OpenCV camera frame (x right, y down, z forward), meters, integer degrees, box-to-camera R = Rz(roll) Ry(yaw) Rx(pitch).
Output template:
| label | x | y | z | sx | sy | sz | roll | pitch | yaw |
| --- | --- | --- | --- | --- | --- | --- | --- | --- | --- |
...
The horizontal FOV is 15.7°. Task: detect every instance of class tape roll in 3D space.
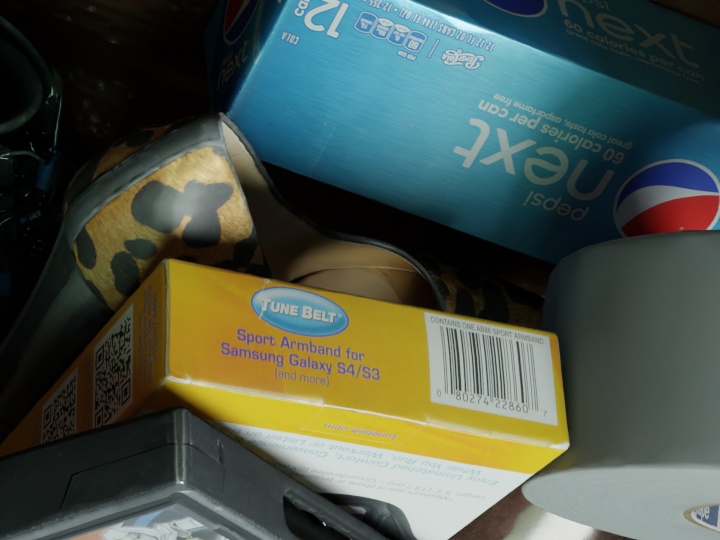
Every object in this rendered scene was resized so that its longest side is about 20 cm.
| label | x | y | z | sx | sy | sz | roll | pitch | yaw |
| --- | --- | --- | --- | --- | --- | --- | --- | --- | --- |
| tape roll | 0.148 | 0.044 | 0.741 | 0.200 | 0.066 | 0.200 | 7 | 168 | 1 |

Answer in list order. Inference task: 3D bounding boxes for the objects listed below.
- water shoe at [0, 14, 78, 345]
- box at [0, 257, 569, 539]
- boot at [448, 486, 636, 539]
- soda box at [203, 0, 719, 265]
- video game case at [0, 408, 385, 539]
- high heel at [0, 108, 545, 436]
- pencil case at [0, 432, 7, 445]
| label | x | y | z | sx | sy | sz | roll | pitch | yaw |
| --- | --- | --- | --- | --- | --- | --- | --- | --- | --- |
| water shoe | -0.116 | -0.027 | 0.765 | 0.079 | 0.072 | 0.200 | -6 | 136 | 43 |
| box | -0.041 | 0.065 | 0.753 | 0.119 | 0.042 | 0.200 | 11 | 150 | -25 |
| boot | 0.054 | 0.071 | 0.889 | 0.199 | 0.072 | 0.167 | 15 | 110 | -15 |
| soda box | 0.056 | -0.049 | 0.790 | 0.200 | 0.064 | 0.068 | 19 | 122 | -19 |
| video game case | -0.083 | 0.106 | 0.740 | 0.200 | 0.026 | 0.181 | -18 | 148 | 25 |
| high heel | 0.000 | 0.000 | 0.759 | 0.199 | 0.072 | 0.143 | -4 | 150 | -30 |
| pencil case | -0.162 | 0.053 | 0.824 | 0.085 | 0.092 | 0.200 | -48 | 119 | -11 |
